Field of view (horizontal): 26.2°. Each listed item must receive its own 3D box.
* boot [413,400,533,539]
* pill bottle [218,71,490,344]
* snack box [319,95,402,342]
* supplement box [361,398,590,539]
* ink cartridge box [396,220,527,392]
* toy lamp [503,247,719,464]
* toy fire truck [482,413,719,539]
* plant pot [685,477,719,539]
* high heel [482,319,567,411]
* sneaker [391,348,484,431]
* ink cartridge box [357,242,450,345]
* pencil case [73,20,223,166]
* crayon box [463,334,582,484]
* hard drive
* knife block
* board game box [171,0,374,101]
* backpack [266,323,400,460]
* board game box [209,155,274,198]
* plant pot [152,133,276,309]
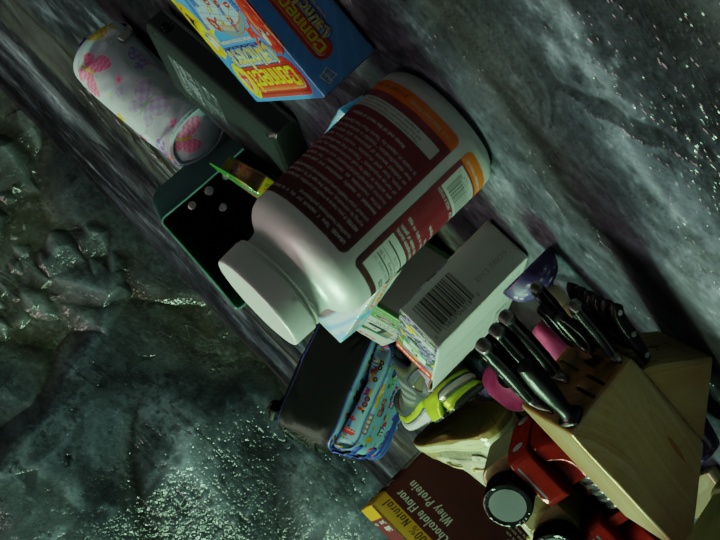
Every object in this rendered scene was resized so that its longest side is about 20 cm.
[{"bbox_3d":[0.142,0.205,1.559,0.155,0.072,0.200,48,161,-9],"label":"boot"},{"bbox_3d":[-0.007,-0.044,1.156,0.113,0.200,0.113,44,169,11],"label":"pill bottle"},{"bbox_3d":[-0.008,-0.041,1.334,0.116,0.037,0.200,44,134,10],"label":"snack box"},{"bbox_3d":[0.142,0.260,1.700,0.197,0.200,0.133,45,169,5],"label":"supplement box"},{"bbox_3d":[0.084,0.037,1.349,0.050,0.109,0.200,44,169,10],"label":"ink cartridge box"},{"bbox_3d":[0.196,0.072,1.195,0.200,0.058,0.058,47,169,5],"label":"toy lamp"},{"bbox_3d":[0.228,0.192,1.372,0.176,0.200,0.129,46,-154,-9],"label":"toy fire truck"},{"bbox_3d":[0.292,0.257,1.143,0.200,0.190,0.200,44,168,11],"label":"plant pot"},{"bbox_3d":[0.142,0.075,1.356,0.096,0.067,0.200,39,167,-19],"label":"high heel"},{"bbox_3d":[0.067,0.106,1.544,0.081,0.074,0.200,57,164,3],"label":"sneaker"},{"bbox_3d":[0.000,0.000,1.526,0.146,0.085,0.200,31,169,-4],"label":"ink cartridge box"},{"bbox_3d":[-0.243,-0.206,1.785,0.200,0.091,0.083,41,-174,28],"label":"pencil case"},{"bbox_3d":[0.170,0.139,1.550,0.200,0.052,0.126,49,169,-15],"label":"crayon box"},{"bbox_3d":[-0.134,-0.174,1.618,0.200,0.033,0.140,42,169,22],"label":"hard drive"},{"bbox_3d":[0.159,0.106,1.095,0.064,0.175,0.201,30,122,57],"label":"knife block"},{"bbox_3d":[-0.100,-0.227,1.231,0.196,0.056,0.200,50,169,-16],"label":"board game box"},{"bbox_3d":[-0.004,0.149,1.944,0.134,0.183,0.200,23,175,23],"label":"backpack"},{"bbox_3d":[-0.070,-0.063,1.670,0.200,0.030,0.095,32,179,-35],"label":"board game box"},{"bbox_3d":[-0.156,-0.074,1.814,0.142,0.141,0.200,51,176,-22],"label":"plant pot"}]
